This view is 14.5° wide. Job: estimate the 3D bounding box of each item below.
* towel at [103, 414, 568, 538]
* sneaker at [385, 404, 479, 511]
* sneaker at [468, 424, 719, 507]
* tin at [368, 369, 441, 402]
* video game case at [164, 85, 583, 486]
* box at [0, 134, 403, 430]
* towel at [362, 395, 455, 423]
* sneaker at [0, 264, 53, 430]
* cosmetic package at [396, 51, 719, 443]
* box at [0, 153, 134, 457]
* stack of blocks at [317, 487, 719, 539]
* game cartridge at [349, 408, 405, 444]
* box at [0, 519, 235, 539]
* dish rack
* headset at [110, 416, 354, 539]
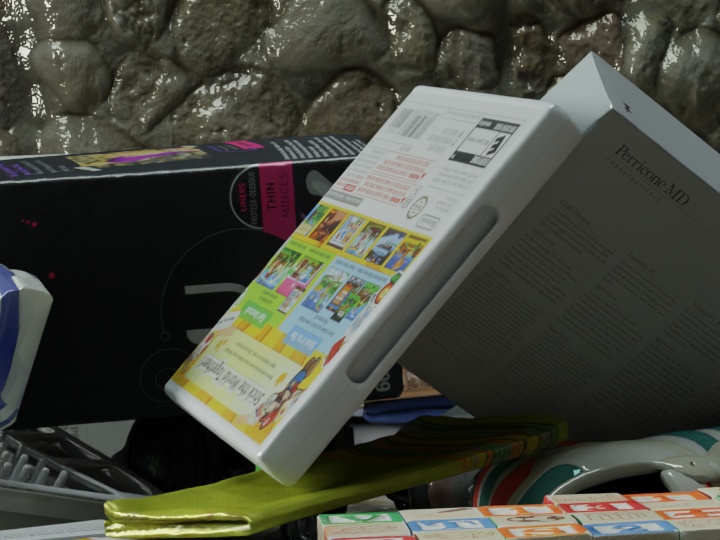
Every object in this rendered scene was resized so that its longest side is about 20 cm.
[{"bbox_3d":[-0.006,0.081,1.152,0.086,0.018,0.199,-8,2,42],"label":"towel"},{"bbox_3d":[0.051,0.093,1.441,0.081,0.078,0.200,-9,1,1],"label":"sneaker"},{"bbox_3d":[0.150,0.101,1.205,0.198,0.071,0.093,-5,9,-9],"label":"sneaker"},{"bbox_3d":[0.046,0.052,1.697,0.198,0.042,0.112,-5,8,-1],"label":"tin"},{"bbox_3d":[0.000,0.000,1.188,0.023,0.182,0.200,41,-5,-15],"label":"video game case"},{"bbox_3d":[-0.085,0.003,1.389,0.198,0.123,0.106,-5,9,-7],"label":"box"},{"bbox_3d":[0.075,0.075,1.752,0.146,0.024,0.200,-3,2,3],"label":"towel"},{"bbox_3d":[-0.235,0.016,1.301,0.115,0.081,0.199,15,2,-37],"label":"sneaker"},{"bbox_3d":[0.119,0.018,1.242,0.200,0.151,0.052,36,25,-29],"label":"cosmetic package"},{"bbox_3d":[-0.200,0.031,1.694,0.170,0.202,0.199,-5,2,-25],"label":"box"},{"bbox_3d":[0.086,0.111,0.971,0.198,0.059,0.115,-3,2,-5],"label":"stack of blocks"},{"bbox_3d":[0.055,0.103,1.739,0.199,0.039,0.130,-2,6,21],"label":"game cartridge"},{"bbox_3d":[-0.115,0.127,1.065,0.155,0.042,0.200,-4,3,-34],"label":"box"},{"bbox_3d":[-0.203,0.086,1.337,0.171,0.044,0.200,28,6,32],"label":"dish rack"},{"bbox_3d":[-0.056,0.109,1.433,0.123,0.095,0.200,-2,-14,-19],"label":"headset"}]
